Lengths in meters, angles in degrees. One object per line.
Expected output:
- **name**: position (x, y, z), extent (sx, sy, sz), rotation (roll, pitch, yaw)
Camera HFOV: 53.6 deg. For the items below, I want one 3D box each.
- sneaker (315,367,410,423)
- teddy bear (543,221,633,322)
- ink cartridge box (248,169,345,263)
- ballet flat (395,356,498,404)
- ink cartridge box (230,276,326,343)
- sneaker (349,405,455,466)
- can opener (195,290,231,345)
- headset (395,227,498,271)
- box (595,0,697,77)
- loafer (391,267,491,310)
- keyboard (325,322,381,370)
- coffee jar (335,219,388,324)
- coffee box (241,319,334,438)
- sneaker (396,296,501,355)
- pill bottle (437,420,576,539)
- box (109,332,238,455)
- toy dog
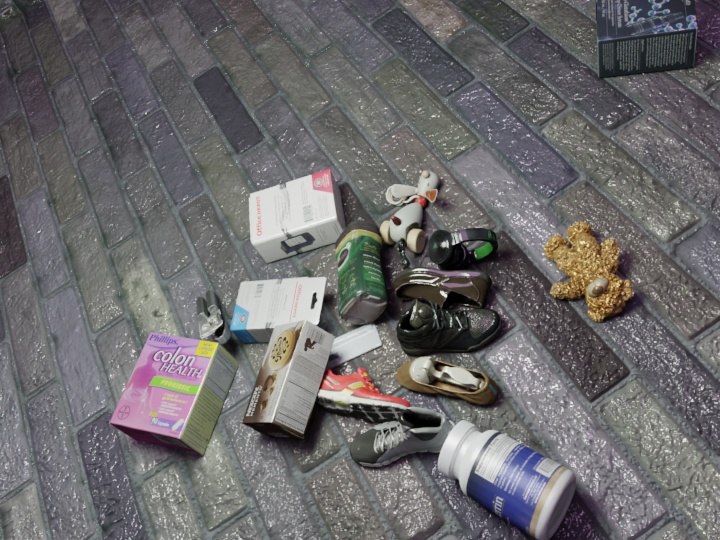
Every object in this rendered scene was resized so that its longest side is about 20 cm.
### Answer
- **sneaker**: position (0.004, 0.221, 1.311), extent (0.197, 0.077, 0.086), rotation (9, 56, 25)
- **teddy bear**: position (0.412, -0.007, 1.305), extent (0.143, 0.067, 0.203), rotation (-13, 54, 16)
- **ink cartridge box**: position (-0.140, -0.120, 1.582), extent (0.197, 0.085, 0.147), rotation (-16, 54, 9)
- **ballet flat**: position (0.149, 0.190, 1.275), extent (0.197, 0.073, 0.068), rotation (13, 63, 28)
- **ink cartridge box**: position (-0.157, 0.082, 1.467), extent (0.197, 0.067, 0.117), rotation (-4, 57, 20)
- **sneaker**: position (0.062, 0.275, 1.225), extent (0.197, 0.116, 0.076), rotation (-15, 54, 11)
- **can opener**: position (-0.309, 0.104, 1.494), extent (0.053, 0.067, 0.200), rotation (-34, 21, -3)
- **headset**: position (0.167, -0.047, 1.391), extent (0.197, 0.123, 0.095), rotation (-18, 67, 20)
- **box**: position (0.612, -0.516, 1.538), extent (0.197, 0.108, 0.150), rotation (-2, 57, 19)
- **loafer**: position (0.151, 0.040, 1.371), extent (0.197, 0.073, 0.072), rotation (-3, 59, 22)
- **keyboard**: position (-0.055, 0.165, 1.411), extent (0.198, 0.011, 0.057), rotation (-25, 58, 5)
- **coffee jar**: position (0.000, 0.000, 1.433), extent (0.104, 0.084, 0.202), rotation (-49, 35, 42)
- **coffee box**: position (-0.135, 0.205, 1.337), extent (0.112, 0.079, 0.203), rotation (-14, 51, 50)
- **sneaker**: position (0.158, 0.098, 1.308), extent (0.196, 0.115, 0.077), rotation (-8, 57, 13)
- **pill bottle**: position (0.228, 0.325, 1.128), extent (0.198, 0.116, 0.116), rotation (24, 69, 33)
- **box**: position (-0.369, 0.243, 1.425), extent (0.173, 0.097, 0.202), rotation (6, 60, 24)
- **toy dog**: position (0.101, -0.136, 1.492), extent (0.130, 0.097, 0.203), rotation (-6, 56, 17)
